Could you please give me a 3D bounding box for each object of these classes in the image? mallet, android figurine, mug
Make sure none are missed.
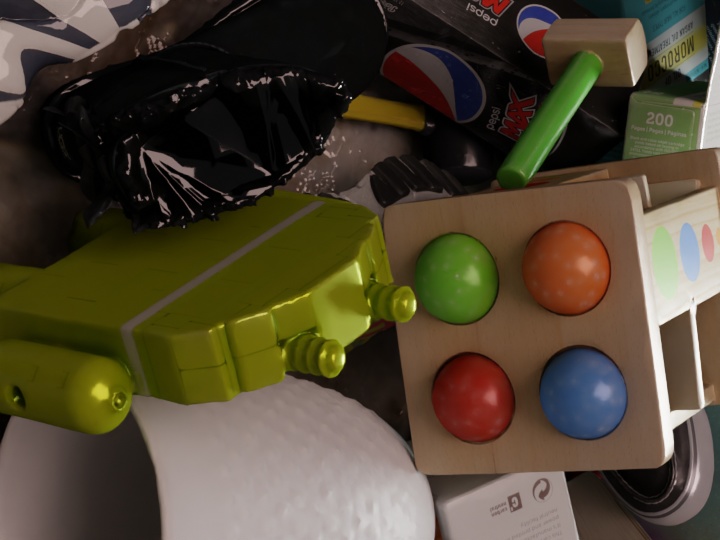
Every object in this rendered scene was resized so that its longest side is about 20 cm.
[{"bbox_3d":[-0.009,-0.079,0.935,0.198,0.041,0.067,-2,80,-34],"label":"mallet"},{"bbox_3d":[-0.069,0.010,0.731,0.182,0.199,0.041,-36,123,-43],"label":"android figurine"},{"bbox_3d":[-0.063,0.142,0.803,0.174,0.147,0.202,4,100,-40],"label":"mug"}]

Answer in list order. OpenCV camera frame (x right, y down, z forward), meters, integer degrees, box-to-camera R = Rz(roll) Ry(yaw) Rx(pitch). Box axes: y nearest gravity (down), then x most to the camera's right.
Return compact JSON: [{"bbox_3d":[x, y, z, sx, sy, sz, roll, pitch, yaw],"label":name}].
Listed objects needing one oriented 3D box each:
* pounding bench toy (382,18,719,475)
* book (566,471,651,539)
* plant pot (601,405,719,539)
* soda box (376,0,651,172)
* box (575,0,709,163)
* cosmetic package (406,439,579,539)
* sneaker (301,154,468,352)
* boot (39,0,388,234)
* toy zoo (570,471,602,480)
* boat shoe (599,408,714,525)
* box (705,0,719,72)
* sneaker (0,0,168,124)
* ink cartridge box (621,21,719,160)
[{"bbox_3d":[0.093,-0.018,0.823,0.156,0.123,0.202,-16,99,-60],"label":"pounding bench toy"},{"bbox_3d":[0.175,0.220,0.963,0.048,0.134,0.201,-29,117,3],"label":"book"},{"bbox_3d":[0.213,0.097,1.007,0.133,0.200,0.202,8,76,0],"label":"plant pot"},{"bbox_3d":[0.053,-0.130,0.931,0.199,0.063,0.071,31,55,-11],"label":"soda box"},{"bbox_3d":[0.161,-0.121,1.018,0.082,0.049,0.202,-35,127,-36],"label":"box"},{"bbox_3d":[0.069,0.188,0.897,0.071,0.101,0.202,-20,103,-23],"label":"cosmetic package"},{"bbox_3d":[0.000,0.000,0.910,0.199,0.090,0.078,-11,57,-50],"label":"sneaker"},{"bbox_3d":[-0.050,-0.080,0.792,0.197,0.162,0.074,-23,106,-18],"label":"boot"},{"bbox_3d":[0.089,0.084,0.997,0.130,0.020,0.202,17,74,-35],"label":"toy zoo"},{"bbox_3d":[0.128,0.041,0.945,0.066,0.070,0.202,18,50,-47],"label":"boat shoe"},{"bbox_3d":[0.265,-0.188,1.069,0.104,0.181,0.201,-43,110,-33],"label":"box"},{"bbox_3d":[-0.163,-0.156,0.795,0.199,0.079,0.130,-41,117,-24],"label":"sneaker"},{"bbox_3d":[0.187,-0.096,0.953,0.145,0.048,0.202,-20,117,-64],"label":"ink cartridge box"}]
